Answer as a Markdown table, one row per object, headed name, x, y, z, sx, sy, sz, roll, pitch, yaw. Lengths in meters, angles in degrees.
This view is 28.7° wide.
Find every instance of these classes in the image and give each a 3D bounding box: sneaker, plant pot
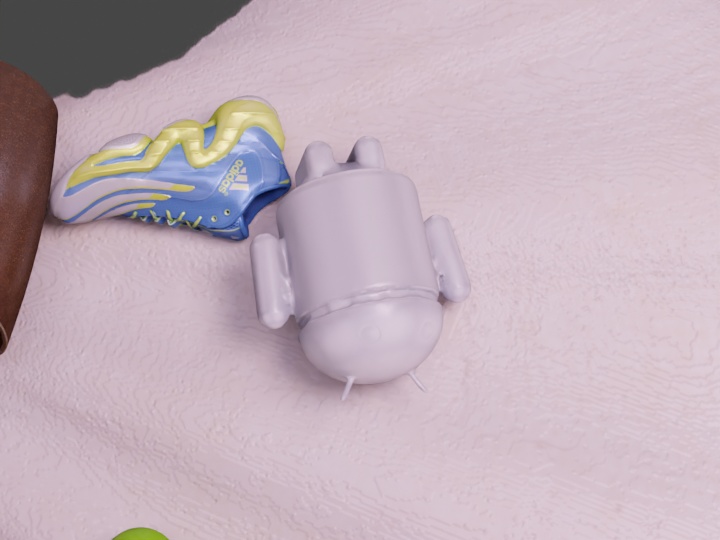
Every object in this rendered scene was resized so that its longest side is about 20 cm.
| name | x | y | z | sx | sy | sz | roll | pitch | yaw |
| --- | --- | --- | --- | --- | --- | --- | --- | --- | --- |
| sneaker | -0.146 | -0.062 | 1.131 | 0.199 | 0.076 | 0.105 | -25 | 74 | -2 |
| plant pot | -0.322 | -0.063 | 1.111 | 0.186 | 0.187 | 0.201 | 16 | 62 | 10 |

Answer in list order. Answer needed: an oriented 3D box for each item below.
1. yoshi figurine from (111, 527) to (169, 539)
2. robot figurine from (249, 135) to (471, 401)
| name | x | y | z | sx | sy | sz | roll | pitch | yaw |
| --- | --- | --- | --- | --- | --- | --- | --- | --- | --- |
| yoshi figurine | -0.136 | 0.266 | 1.029 | 0.200 | 0.113 | 0.112 | 40 | 66 | 17 |
| robot figurine | 0.000 | 0.000 | 1.079 | 0.169 | 0.113 | 0.201 | -7 | 73 | -11 |
